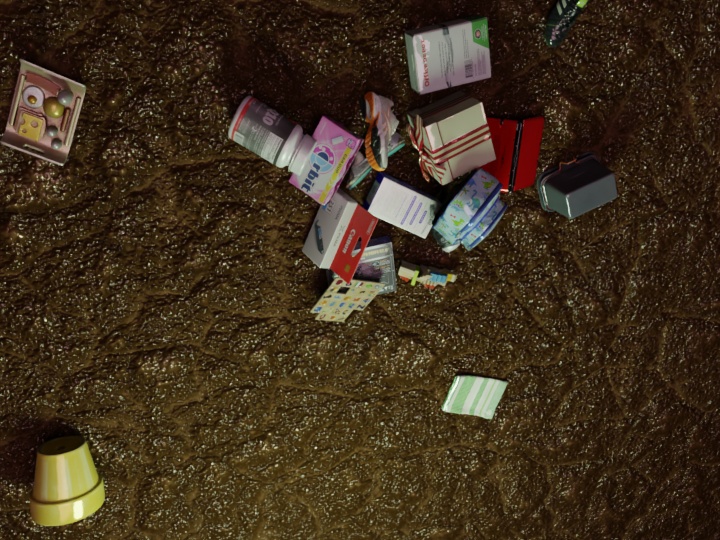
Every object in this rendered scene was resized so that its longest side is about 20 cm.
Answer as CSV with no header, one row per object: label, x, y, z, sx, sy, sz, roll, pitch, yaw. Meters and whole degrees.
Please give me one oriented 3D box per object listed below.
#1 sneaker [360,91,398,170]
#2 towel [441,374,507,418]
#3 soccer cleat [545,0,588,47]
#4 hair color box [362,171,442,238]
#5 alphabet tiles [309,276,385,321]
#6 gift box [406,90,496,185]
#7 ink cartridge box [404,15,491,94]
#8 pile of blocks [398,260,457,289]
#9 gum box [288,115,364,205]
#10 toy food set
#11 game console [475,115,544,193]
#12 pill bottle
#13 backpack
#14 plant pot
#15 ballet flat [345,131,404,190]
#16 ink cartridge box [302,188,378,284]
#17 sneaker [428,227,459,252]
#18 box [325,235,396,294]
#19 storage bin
sneaker,0.062,-0.353,1.591,0.090,0.075,0.205,0,82,-31
towel,0.386,0.427,2.117,0.196,0.023,0.155,13,110,-19
soccer cleat,0.537,-0.671,1.597,0.066,0.081,0.203,17,110,-21
hair color box,0.117,-0.181,1.735,0.197,0.065,0.111,22,107,-21
alphabet tiles,-0.045,0.087,1.793,0.164,0.008,0.200,7,140,-33
gift box,0.225,-0.344,1.613,0.184,0.201,0.187,-24,114,0
ink cartridge box,0.219,-0.544,1.576,0.196,0.083,0.149,-15,118,-8
pile of blocks,0.195,0.027,1.843,0.196,0.082,0.063,10,113,-19
gum box,-0.090,-0.278,1.609,0.112,0.066,0.202,32,106,4
toy food set,-0.728,-0.360,1.435,0.141,0.061,0.203,18,109,-22
game console,0.415,-0.333,1.764,0.169,0.119,0.204,10,116,16
pill bottle,-0.211,-0.325,1.525,0.197,0.114,0.115,29,106,-6
backpack,0.296,-0.162,1.644,0.146,0.200,0.184,39,77,6
plant pot,-0.848,0.590,1.796,0.196,0.201,0.193,-5,100,-12
ballet flat,0.025,-0.301,1.662,0.199,0.072,0.072,-39,118,6
ink cartridge box,-0.059,-0.094,1.671,0.044,0.176,0.203,3,118,-47
sneaker,0.272,-0.158,1.779,0.113,0.076,0.201,34,101,-22
box,0.000,0.000,1.800,0.196,0.048,0.161,-13,117,-8
storage bin,0.630,-0.243,1.796,0.197,0.135,0.148,-24,119,-3
